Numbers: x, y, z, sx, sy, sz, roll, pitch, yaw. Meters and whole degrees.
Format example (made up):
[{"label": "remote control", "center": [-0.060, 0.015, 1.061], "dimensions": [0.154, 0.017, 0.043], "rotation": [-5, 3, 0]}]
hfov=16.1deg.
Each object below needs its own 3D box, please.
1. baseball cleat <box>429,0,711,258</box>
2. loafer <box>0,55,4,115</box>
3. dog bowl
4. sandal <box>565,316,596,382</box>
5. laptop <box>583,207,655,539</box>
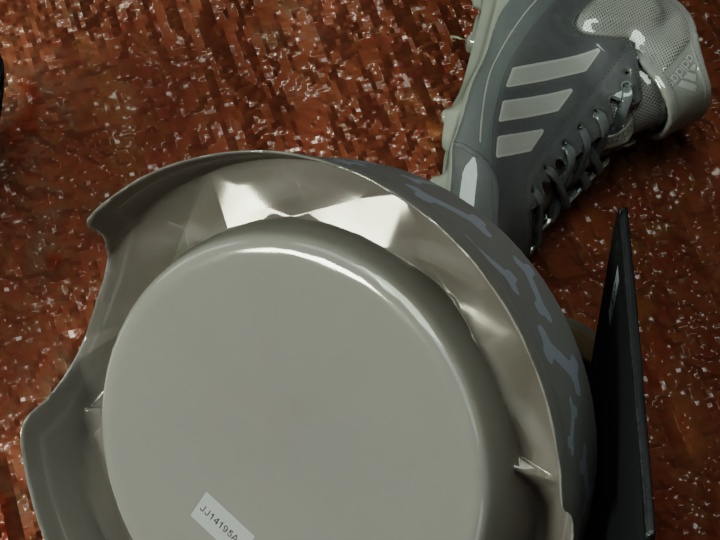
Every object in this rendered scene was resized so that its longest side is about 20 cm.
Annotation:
[{"label": "baseball cleat", "center": [0.080, -0.055, 0.976], "dimensions": [0.106, 0.070, 0.200], "rotation": [9, 54, 5]}, {"label": "loafer", "center": [-0.189, -0.010, 0.931], "dimensions": [0.070, 0.068, 0.201], "rotation": [22, 58, 2]}, {"label": "dog bowl", "center": [-0.014, 0.055, 0.824], "dimensions": [0.200, 0.201, 0.059], "rotation": [32, 25, 20]}, {"label": "sandal", "center": [0.000, 0.000, 0.900], "dimensions": [0.200, 0.082, 0.055], "rotation": [14, 79, 38]}, {"label": "laptop", "center": [0.128, 0.113, 0.786], "dimensions": [0.200, 0.177, 0.103], "rotation": [31, 58, 20]}]
